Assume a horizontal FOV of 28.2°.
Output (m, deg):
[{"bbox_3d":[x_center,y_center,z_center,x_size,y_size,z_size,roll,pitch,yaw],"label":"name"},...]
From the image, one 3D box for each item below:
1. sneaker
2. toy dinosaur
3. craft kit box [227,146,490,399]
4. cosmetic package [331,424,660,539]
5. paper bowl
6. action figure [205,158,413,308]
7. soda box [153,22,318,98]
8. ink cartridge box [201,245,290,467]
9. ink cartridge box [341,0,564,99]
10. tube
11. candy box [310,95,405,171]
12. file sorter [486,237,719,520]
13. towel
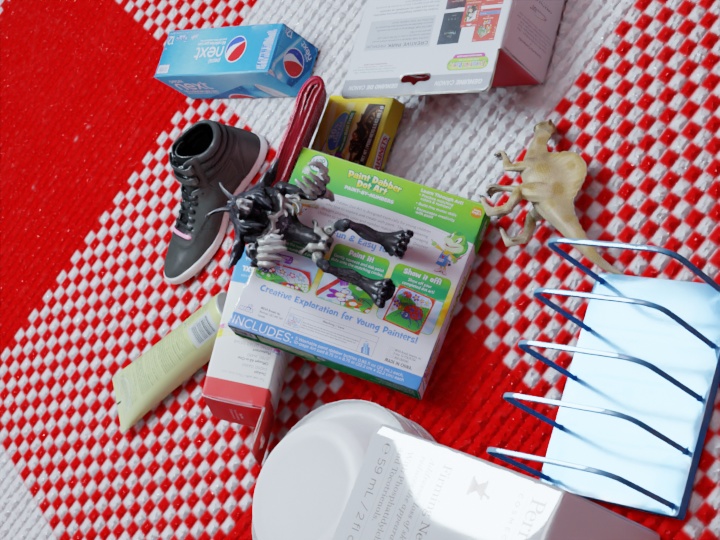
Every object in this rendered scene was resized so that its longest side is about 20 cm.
[{"bbox_3d":[-0.193,-0.085,1.634,0.071,0.099,0.200,31,92,43],"label":"sneaker"},{"bbox_3d":[0.169,-0.068,1.338,0.101,0.058,0.200,-27,52,15],"label":"toy dinosaur"},{"bbox_3d":[0.000,0.000,1.389,0.200,0.049,0.198,19,77,13],"label":"craft kit box"},{"bbox_3d":[0.101,0.245,1.172,0.200,0.166,0.168,14,79,42],"label":"cosmetic package"},{"bbox_3d":[-0.020,0.218,1.335,0.201,0.104,0.201,-20,57,34],"label":"paper bowl"},{"bbox_3d":[-0.055,-0.042,1.336,0.200,0.102,0.119,21,76,10],"label":"action figure"},{"bbox_3d":[-0.149,-0.245,1.696,0.200,0.068,0.064,6,74,42],"label":"soda box"},{"bbox_3d":[-0.110,0.089,1.457,0.067,0.116,0.200,12,73,4],"label":"ink cartridge box"},{"bbox_3d":[0.095,-0.242,1.474,0.200,0.084,0.176,4,72,42],"label":"ink cartridge box"},{"bbox_3d":[-0.207,0.098,1.596,0.200,0.052,0.058,-38,8,24],"label":"tube"},{"bbox_3d":[-0.026,-0.093,1.546,0.102,0.026,0.200,8,75,46],"label":"candy box"},{"bbox_3d":[0.207,0.084,1.192,0.139,0.123,0.200,7,74,42],"label":"file sorter"},{"bbox_3d":[-0.070,-0.128,1.504,0.200,0.022,0.145,-121,53,-89],"label":"towel"}]
